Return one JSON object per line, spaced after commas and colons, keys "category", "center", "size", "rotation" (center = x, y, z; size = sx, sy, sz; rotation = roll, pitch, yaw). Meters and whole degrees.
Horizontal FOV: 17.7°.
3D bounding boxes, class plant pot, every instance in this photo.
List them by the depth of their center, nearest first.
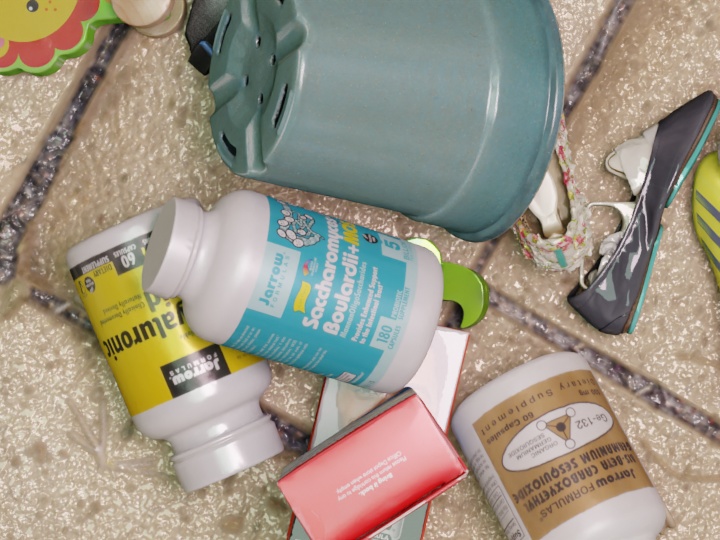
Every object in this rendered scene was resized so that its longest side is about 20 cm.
{"category": "plant pot", "center": [0.009, -0.131, 1.638], "size": [0.195, 0.200, 0.201], "rotation": [7, 88, -28]}

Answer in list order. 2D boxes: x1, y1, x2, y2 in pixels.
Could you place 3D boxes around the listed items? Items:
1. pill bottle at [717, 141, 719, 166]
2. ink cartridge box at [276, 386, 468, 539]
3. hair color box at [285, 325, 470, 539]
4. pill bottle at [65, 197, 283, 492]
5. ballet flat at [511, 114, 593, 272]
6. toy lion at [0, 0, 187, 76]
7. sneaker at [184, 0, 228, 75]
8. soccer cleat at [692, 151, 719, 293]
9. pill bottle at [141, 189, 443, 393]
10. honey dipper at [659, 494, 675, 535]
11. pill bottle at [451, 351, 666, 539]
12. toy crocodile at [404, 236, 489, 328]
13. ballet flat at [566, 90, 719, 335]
{"category": "pill bottle", "center": [0.354, -0.140, 1.706], "size": [0.116, 0.116, 0.200], "rotation": [30, 69, 0]}
{"category": "ink cartridge box", "center": [0.008, 0.140, 1.603], "size": [0.116, 0.200, 0.067], "rotation": [-33, 89, -2]}
{"category": "hair color box", "center": [0.011, 0.133, 1.734], "size": [0.101, 0.061, 0.201], "rotation": [12, 87, 0]}
{"category": "pill bottle", "center": [-0.132, 0.057, 1.708], "size": [0.111, 0.111, 0.201], "rotation": [-24, 90, -2]}
{"category": "ballet flat", "center": [0.124, -0.095, 1.721], "size": [0.075, 0.064, 0.201], "rotation": [-24, 75, 6]}
{"category": "toy lion", "center": [-0.231, -0.248, 1.745], "size": [0.191, 0.069, 0.201], "rotation": [-1, 88, 6]}
{"category": "sneaker", "center": [-0.060, -0.227, 1.736], "size": [0.112, 0.073, 0.200], "rotation": [34, 89, -2]}
{"category": "soccer cleat", "center": [0.297, 0.007, 1.731], "size": [0.064, 0.084, 0.201], "rotation": [-11, 90, -8]}
{"category": "pill bottle", "center": [-0.050, 0.010, 1.630], "size": [0.199, 0.111, 0.111], "rotation": [17, 88, -17]}
{"category": "honey dipper", "center": [0.144, 0.227, 1.748], "size": [0.199, 0.038, 0.038], "rotation": [-29, 89, 0]}
{"category": "pill bottle", "center": [0.158, 0.170, 1.684], "size": [0.114, 0.114, 0.201], "rotation": [-27, 71, -2]}
{"category": "toy crocodile", "center": [0.000, 0.000, 1.734], "size": [0.199, 0.068, 0.062], "rotation": [9, 89, -1]}
{"category": "ballet flat", "center": [0.208, -0.051, 1.742], "size": [0.073, 0.073, 0.201], "rotation": [22, 90, -1]}
